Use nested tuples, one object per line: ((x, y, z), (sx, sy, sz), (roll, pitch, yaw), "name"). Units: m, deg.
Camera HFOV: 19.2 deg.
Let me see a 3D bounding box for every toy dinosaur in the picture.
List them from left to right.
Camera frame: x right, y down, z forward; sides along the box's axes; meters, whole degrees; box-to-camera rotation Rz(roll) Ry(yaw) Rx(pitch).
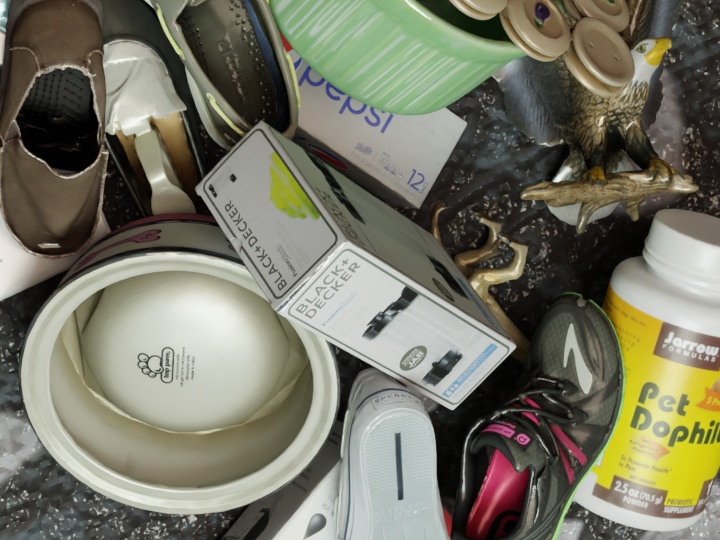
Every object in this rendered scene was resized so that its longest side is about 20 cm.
((0.070, 0.014, 1.443), (0.199, 0.058, 0.102), (27, 102, -11), "toy dinosaur")

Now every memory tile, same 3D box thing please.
((0.090, -0.201, 1.304), (0.199, 0.017, 0.154), (29, 45, -25), "memory tile")

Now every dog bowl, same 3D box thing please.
((-0.110, 0.053, 1.330), (0.198, 0.074, 0.201), (0, 124, 0), "dog bowl")

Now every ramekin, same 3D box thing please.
((0.025, -0.195, 1.330), (0.199, 0.098, 0.201), (25, 46, -28), "ramekin")

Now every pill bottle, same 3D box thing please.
((0.206, 0.065, 1.429), (0.108, 0.109, 0.202), (9, 109, -18), "pill bottle")

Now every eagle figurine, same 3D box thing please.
((0.163, -0.138, 1.428), (0.151, 0.150, 0.202), (24, 50, -57), "eagle figurine")

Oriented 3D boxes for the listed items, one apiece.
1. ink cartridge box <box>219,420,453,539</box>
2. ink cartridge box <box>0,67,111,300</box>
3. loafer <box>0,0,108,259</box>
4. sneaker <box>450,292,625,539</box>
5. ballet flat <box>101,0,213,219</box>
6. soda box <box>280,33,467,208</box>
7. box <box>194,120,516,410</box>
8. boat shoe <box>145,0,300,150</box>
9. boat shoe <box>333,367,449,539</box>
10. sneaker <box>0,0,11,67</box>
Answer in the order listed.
((-0.026, 0.222, 1.406), (0.144, 0.084, 0.200), (43, 82, -17), "ink cartridge box")
((-0.270, -0.071, 1.321), (0.175, 0.045, 0.201), (-25, 102, -15), "ink cartridge box")
((-0.184, -0.074, 1.244), (0.072, 0.071, 0.201), (-3, 137, -8), "loafer")
((0.113, 0.107, 1.360), (0.084, 0.076, 0.201), (44, 63, -61), "sneaker")
((-0.130, -0.089, 1.322), (0.068, 0.069, 0.201), (-23, 119, 2), "ballet flat")
((-0.033, -0.121, 1.381), (0.199, 0.063, 0.069), (32, 83, -18), "soda box")
((0.000, 0.000, 1.294), (0.060, 0.117, 0.200), (-44, 141, 12), "box")
((-0.092, -0.165, 1.276), (0.072, 0.060, 0.203), (-30, 105, -18), "boat shoe")
((0.020, 0.154, 1.336), (0.073, 0.067, 0.202), (-2, 118, -13), "boat shoe")
((-0.256, -0.185, 1.254), (0.199, 0.074, 0.082), (25, 89, -22), "sneaker")
